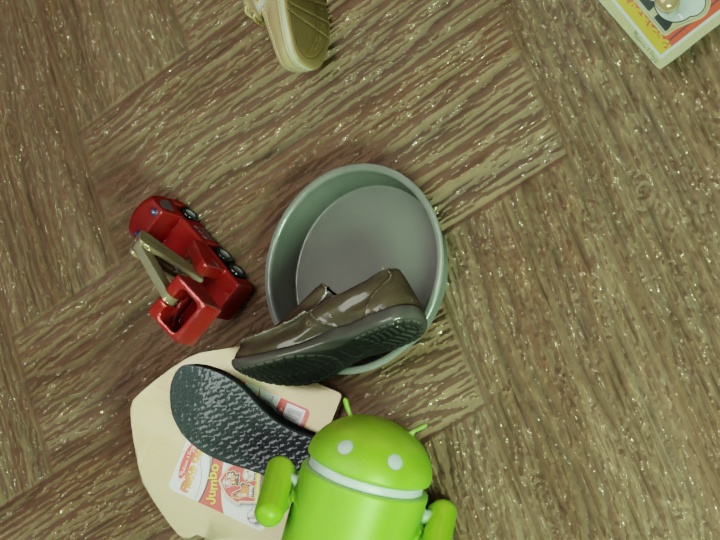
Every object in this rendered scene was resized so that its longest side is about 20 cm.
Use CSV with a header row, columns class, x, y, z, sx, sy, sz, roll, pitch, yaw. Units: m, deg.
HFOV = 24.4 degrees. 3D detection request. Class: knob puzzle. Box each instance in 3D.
class,x,y,z,sx,sy,sz,roll,pitch,yaw
knob puzzle,-0.133,0.166,1.618,0.219,0.030,0.220,-2,82,17
knob puzzle,0.273,-0.301,1.405,0.219,0.030,0.220,0,92,8

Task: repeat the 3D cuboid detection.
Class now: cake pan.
class,x,y,z,sx,sy,sz,roll,pitch,yaw
cake pan,0.000,0.000,1.573,0.200,0.037,0.201,-7,77,32

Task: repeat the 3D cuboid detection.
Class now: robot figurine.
class,x,y,z,sx,sy,sz,roll,pitch,yaw
robot figurine,-0.005,0.218,1.481,0.175,0.116,0.200,16,97,0

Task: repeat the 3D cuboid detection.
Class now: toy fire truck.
class,x,y,z,sx,sy,sz,roll,pitch,yaw
toy fire truck,-0.179,-0.005,1.630,0.049,0.141,0.200,-50,59,15

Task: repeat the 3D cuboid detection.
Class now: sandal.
class,x,y,z,sx,sy,sz,roll,pitch,yaw
sandal,-0.095,0.157,1.575,0.200,0.043,0.076,31,99,9

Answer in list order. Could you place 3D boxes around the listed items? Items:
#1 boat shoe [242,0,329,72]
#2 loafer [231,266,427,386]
class,x,y,z,sx,sy,sz,roll,pitch,yaw
boat shoe,-0.083,-0.275,1.666,0.069,0.074,0.200,-26,58,29
loafer,-0.029,0.051,1.526,0.200,0.073,0.071,-19,61,24
